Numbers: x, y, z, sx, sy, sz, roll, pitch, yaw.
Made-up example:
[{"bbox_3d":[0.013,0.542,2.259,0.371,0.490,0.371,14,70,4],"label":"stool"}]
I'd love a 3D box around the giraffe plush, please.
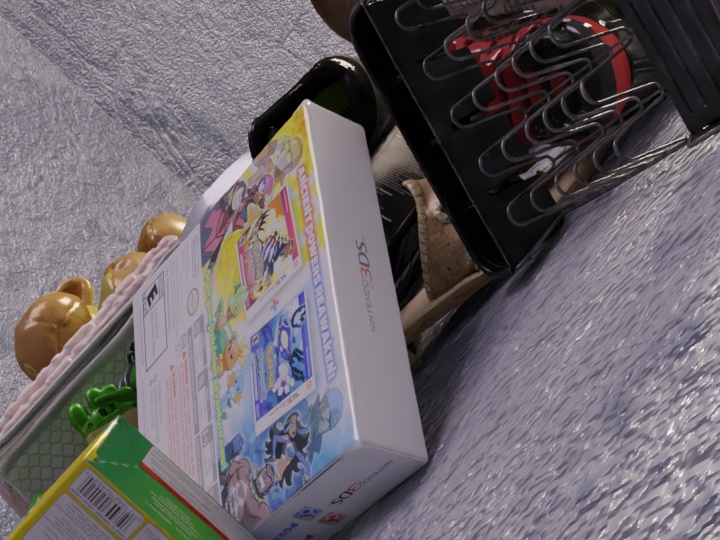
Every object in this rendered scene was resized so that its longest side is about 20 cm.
[{"bbox_3d":[-0.190,0.060,1.011,0.160,0.202,0.173,6,43,24],"label":"giraffe plush"}]

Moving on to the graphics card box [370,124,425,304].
[{"bbox_3d":[0.000,0.000,0.826,0.201,0.050,0.126,-56,-12,-39],"label":"graphics card box"}]

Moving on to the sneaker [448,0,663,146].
[{"bbox_3d":[0.095,-0.107,0.734,0.097,0.072,0.199,-20,13,-30],"label":"sneaker"}]

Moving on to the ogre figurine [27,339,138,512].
[{"bbox_3d":[-0.145,0.150,0.779,0.097,0.203,0.120,-4,-21,-17],"label":"ogre figurine"}]

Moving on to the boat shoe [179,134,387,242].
[{"bbox_3d":[-0.041,-0.042,0.901,0.202,0.074,0.086,-44,52,9],"label":"boat shoe"}]

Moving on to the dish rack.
[{"bbox_3d":[0.082,-0.096,0.596,0.054,0.155,0.200,-30,-2,-27],"label":"dish rack"}]

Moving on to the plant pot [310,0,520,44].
[{"bbox_3d":[0.059,-0.217,0.920,0.201,0.199,0.093,-45,45,25],"label":"plant pot"}]

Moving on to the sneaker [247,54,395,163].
[{"bbox_3d":[-0.047,-0.051,0.814,0.201,0.073,0.087,-57,-15,3],"label":"sneaker"}]

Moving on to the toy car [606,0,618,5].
[{"bbox_3d":[0.139,-0.239,0.764,0.149,0.203,0.174,-1,-24,-47],"label":"toy car"}]

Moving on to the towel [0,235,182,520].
[{"bbox_3d":[-0.143,0.107,0.894,0.032,0.192,0.201,22,63,38],"label":"towel"}]

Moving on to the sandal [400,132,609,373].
[{"bbox_3d":[0.042,-0.016,0.723,0.212,0.069,0.078,-48,7,7],"label":"sandal"}]

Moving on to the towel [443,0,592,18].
[{"bbox_3d":[0.077,-0.235,0.706,0.199,0.034,0.196,7,97,62],"label":"towel"}]

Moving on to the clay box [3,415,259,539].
[{"bbox_3d":[-0.131,0.173,0.595,0.200,0.115,0.048,-45,6,22],"label":"clay box"}]

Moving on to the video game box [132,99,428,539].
[{"bbox_3d":[-0.051,0.048,0.663,0.182,0.046,0.202,-45,41,38],"label":"video game box"}]
